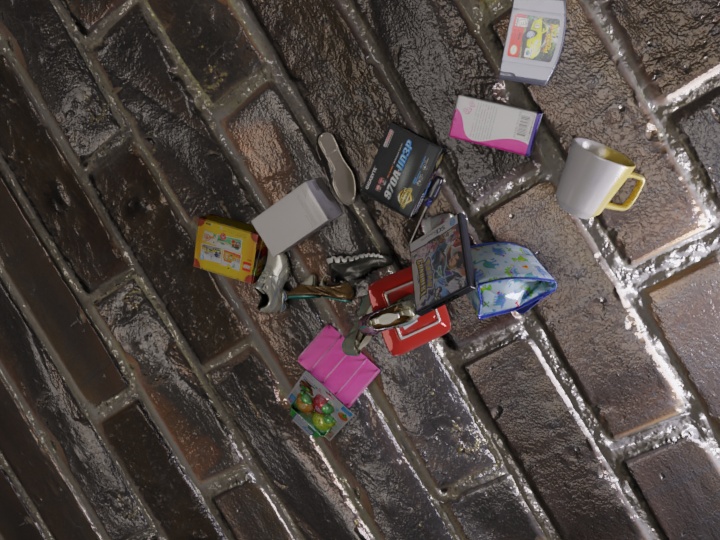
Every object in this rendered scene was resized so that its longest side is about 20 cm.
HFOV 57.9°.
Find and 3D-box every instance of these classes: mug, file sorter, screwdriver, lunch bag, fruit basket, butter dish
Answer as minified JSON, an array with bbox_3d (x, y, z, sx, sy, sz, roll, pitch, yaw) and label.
[{"bbox_3d":[0.544,-0.197,1.503,0.185,0.149,0.154,30,119,17],"label":"mug"},{"bbox_3d":[-0.061,0.262,1.800,0.200,0.125,0.139,41,82,6],"label":"file sorter"},{"bbox_3d":[0.166,-0.153,1.698,0.028,0.029,0.202,27,105,11],"label":"screwdriver"},{"bbox_3d":[0.348,0.014,1.574,0.198,0.171,0.128,-14,125,-6],"label":"lunch bag"},{"bbox_3d":[-0.124,0.395,1.867,0.185,0.094,0.200,42,144,5],"label":"fruit basket"},{"bbox_3d":[0.110,0.101,1.728,0.198,0.148,0.202,-22,94,-22],"label":"butter dish"}]

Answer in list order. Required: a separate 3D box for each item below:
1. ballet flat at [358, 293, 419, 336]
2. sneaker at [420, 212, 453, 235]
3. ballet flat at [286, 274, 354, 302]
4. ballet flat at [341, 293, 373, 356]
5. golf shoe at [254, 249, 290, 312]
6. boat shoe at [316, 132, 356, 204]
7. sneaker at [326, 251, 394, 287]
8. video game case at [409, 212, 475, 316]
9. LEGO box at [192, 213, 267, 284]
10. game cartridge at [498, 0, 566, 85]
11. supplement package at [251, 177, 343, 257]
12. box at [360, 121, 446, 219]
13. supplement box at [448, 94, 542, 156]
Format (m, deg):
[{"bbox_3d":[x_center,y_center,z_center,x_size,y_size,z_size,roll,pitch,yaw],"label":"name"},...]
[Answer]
[{"bbox_3d":[0.090,0.110,1.603,0.198,0.071,0.070,-19,90,-21],"label":"ballet flat"},{"bbox_3d":[0.236,-0.060,1.671,0.088,0.081,0.201,-27,94,24],"label":"sneaker"},{"bbox_3d":[-0.111,0.049,1.832,0.198,0.068,0.073,2,84,18],"label":"ballet flat"},{"bbox_3d":[0.018,0.144,1.752,0.063,0.201,0.068,9,149,36],"label":"ballet flat"},{"bbox_3d":[-0.254,0.025,1.844,0.078,0.097,0.202,11,106,47],"label":"golf shoe"},{"bbox_3d":[-0.065,-0.273,1.745,0.066,0.057,0.202,-24,100,-14],"label":"boat shoe"},{"bbox_3d":[0.000,0.000,1.765,0.198,0.066,0.092,-4,81,24],"label":"sneaker"},{"bbox_3d":[0.194,-0.014,1.574,0.180,0.025,0.202,-32,51,42],"label":"video game case"},{"bbox_3d":[-0.374,-0.064,1.882,0.198,0.077,0.151,16,108,14],"label":"LEGO box"},{"bbox_3d":[0.407,-0.542,1.522,0.132,0.041,0.202,12,106,12],"label":"game cartridge"},{"bbox_3d":[-0.172,-0.145,1.769,0.199,0.121,0.120,-32,92,22],"label":"supplement package"},{"bbox_3d":[0.109,-0.258,1.680,0.158,0.046,0.201,31,110,15],"label":"box"},{"bbox_3d":[0.324,-0.350,1.560,0.198,0.103,0.102,17,109,13],"label":"supplement box"}]
